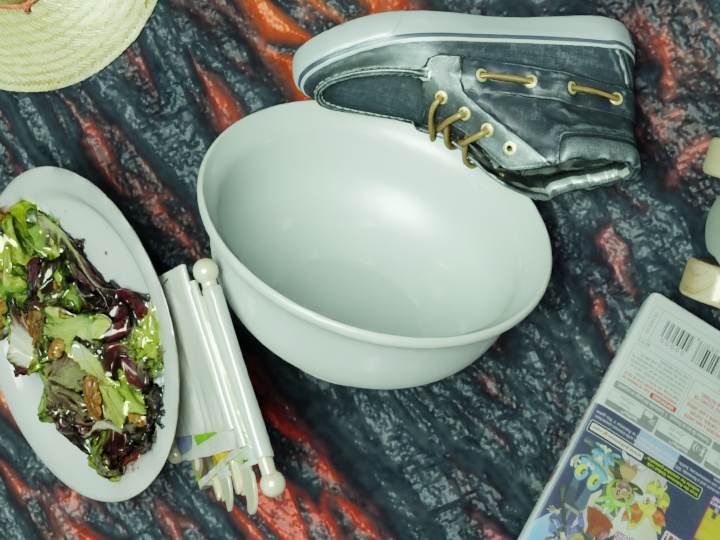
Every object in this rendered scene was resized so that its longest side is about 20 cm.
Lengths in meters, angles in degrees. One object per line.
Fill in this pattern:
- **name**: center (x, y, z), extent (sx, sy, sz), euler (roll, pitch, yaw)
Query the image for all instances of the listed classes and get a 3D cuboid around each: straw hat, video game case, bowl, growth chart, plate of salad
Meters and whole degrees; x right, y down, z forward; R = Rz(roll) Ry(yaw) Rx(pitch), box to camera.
- **straw hat**: center (-0.222, -0.206, 0.871), extent (0.198, 0.085, 0.204), euler (0, 90, 10)
- **video game case**: center (0.204, 0.137, 0.785), extent (0.199, 0.023, 0.183), euler (32, 67, 3)
- **bowl**: center (0.000, 0.000, 0.805), extent (0.199, 0.202, 0.091), euler (25, 129, 9)
- **growth chart**: center (-0.096, 0.064, 0.814), extent (0.018, 0.200, 0.147), euler (-16, 93, -23)
- **plate of salad**: center (-0.176, 0.041, 0.841), extent (0.198, 0.048, 0.203), euler (14, 110, 42)

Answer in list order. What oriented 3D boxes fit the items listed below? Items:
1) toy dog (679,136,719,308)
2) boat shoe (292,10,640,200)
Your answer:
- **toy dog**: center (0.240, -0.007, 0.756), extent (0.095, 0.201, 0.133), euler (10, 118, -7)
- **boat shoe**: center (0.061, -0.091, 0.808), extent (0.197, 0.071, 0.092), euler (-3, 69, 0)
